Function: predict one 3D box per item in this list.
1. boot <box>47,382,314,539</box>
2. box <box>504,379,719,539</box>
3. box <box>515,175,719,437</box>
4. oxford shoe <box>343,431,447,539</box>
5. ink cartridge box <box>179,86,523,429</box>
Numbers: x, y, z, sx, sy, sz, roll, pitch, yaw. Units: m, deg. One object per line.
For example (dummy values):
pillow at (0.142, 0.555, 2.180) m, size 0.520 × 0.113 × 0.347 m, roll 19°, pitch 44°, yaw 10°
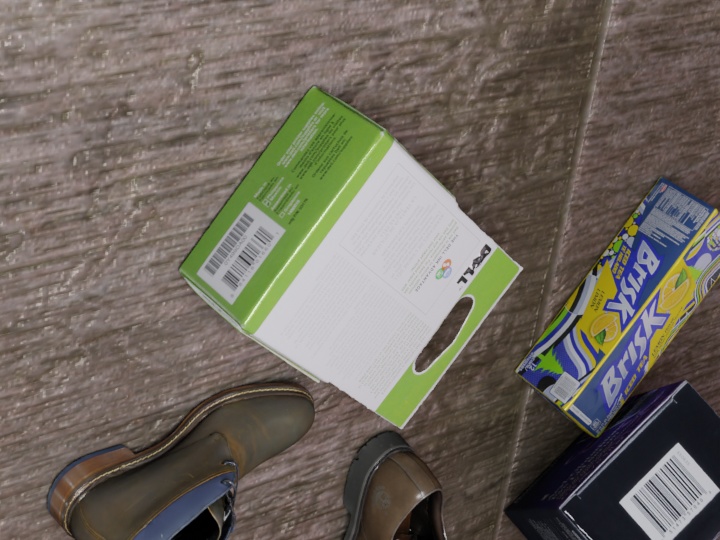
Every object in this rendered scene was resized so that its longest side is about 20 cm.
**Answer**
boot at (-0.093, 0.143, 0.954) m, size 0.198 × 0.097 × 0.076 m, roll -23°, pitch 131°, yaw -29°
box at (0.219, 0.184, 1.192) m, size 0.148 × 0.104 × 0.200 m, roll -42°, pitch 178°, yaw -13°
box at (0.218, 0.031, 1.189) m, size 0.201 × 0.064 × 0.070 m, roll -52°, pitch 138°, yaw 0°
oxford shoe at (0.027, 0.230, 1.136) m, size 0.072 × 0.084 × 0.202 m, roll -23°, pitch 132°, yaw -32°
ink cartridge box at (0.000, 0.000, 0.961) m, size 0.148 × 0.076 × 0.200 m, roll -53°, pitch 140°, yaw -1°
